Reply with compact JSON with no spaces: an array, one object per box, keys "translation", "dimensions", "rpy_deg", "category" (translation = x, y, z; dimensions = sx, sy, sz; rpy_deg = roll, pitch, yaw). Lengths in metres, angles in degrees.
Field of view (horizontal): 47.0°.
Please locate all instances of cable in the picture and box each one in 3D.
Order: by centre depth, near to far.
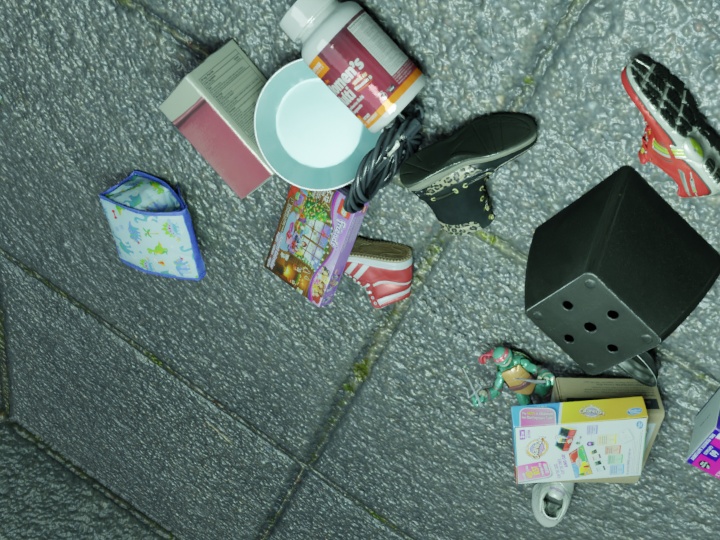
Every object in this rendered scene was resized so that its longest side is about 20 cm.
[{"translation":[0.033,-0.146,1.206],"dimensions":[0.051,0.164,0.200],"rpy_deg":[35,159,2],"category":"cable"}]

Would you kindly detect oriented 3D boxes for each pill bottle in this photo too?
[{"translation":[-0.012,-0.298,1.146],"dimensions":[0.200,0.110,0.109],"rpy_deg":[45,140,-9],"category":"pill bottle"}]

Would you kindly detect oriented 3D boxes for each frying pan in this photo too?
[{"translation":[0.390,0.114,1.294],"dimensions":[0.190,0.031,0.115],"rpy_deg":[40,170,41],"category":"frying pan"}]

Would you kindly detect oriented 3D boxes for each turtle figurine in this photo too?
[{"translation":[0.273,0.192,1.406],"dimensions":[0.149,0.101,0.200],"rpy_deg":[-26,120,38],"category":"turtle figurine"}]

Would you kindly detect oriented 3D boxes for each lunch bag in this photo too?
[{"translation":[-0.393,-0.081,1.630],"dimensions":[0.199,0.127,0.171],"rpy_deg":[23,139,32],"category":"lunch bag"}]

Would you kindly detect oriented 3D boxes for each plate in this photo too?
[{"translation":[-0.063,-0.222,1.259],"dimensions":[0.197,0.026,0.203],"rpy_deg":[1,107,2],"category":"plate"}]

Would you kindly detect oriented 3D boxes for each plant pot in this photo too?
[{"translation":[0.341,0.020,1.132],"dimensions":[0.199,0.178,0.200],"rpy_deg":[42,140,-6],"category":"plant pot"}]

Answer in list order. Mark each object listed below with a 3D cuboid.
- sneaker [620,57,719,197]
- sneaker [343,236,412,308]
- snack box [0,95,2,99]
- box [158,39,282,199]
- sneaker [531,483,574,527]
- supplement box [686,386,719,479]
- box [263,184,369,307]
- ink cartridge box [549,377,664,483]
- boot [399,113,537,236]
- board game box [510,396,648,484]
[{"translation":[0.370,-0.165,1.016],"dimensions":[0.200,0.077,0.085],"rpy_deg":[50,144,-14],"category":"sneaker"},{"translation":[0.000,0.000,1.453],"dimensions":[0.198,0.071,0.113],"rpy_deg":[13,131,24],"category":"sneaker"},{"translation":[-0.867,-0.365,1.762],"dimensions":[0.169,0.068,0.200],"rpy_deg":[46,138,-8],"category":"snack box"},{"translation":[-0.199,-0.240,1.328],"dimensions":[0.200,0.128,0.109],"rpy_deg":[48,139,-12],"category":"box"},{"translation":[0.360,0.446,1.587],"dimensions":[0.074,0.100,0.201],"rpy_deg":[19,139,18],"category":"sneaker"},{"translation":[0.607,0.271,1.231],"dimensions":[0.198,0.104,0.102],"rpy_deg":[26,138,12],"category":"supplement box"},{"translation":[-0.077,-0.060,1.397],"dimensions":[0.136,0.039,0.202],"rpy_deg":[34,117,25],"category":"box"},{"translation":[0.391,0.266,1.363],"dimensions":[0.163,0.076,0.201],"rpy_deg":[-1,134,1],"category":"ink cartridge box"},{"translation":[0.175,-0.134,1.197],"dimensions":[0.202,0.074,0.154],"rpy_deg":[-21,140,19],"category":"boot"},{"translation":[0.337,0.266,1.285],"dimensions":[0.197,0.041,0.154],"rpy_deg":[-5,132,7],"category":"board game box"}]
